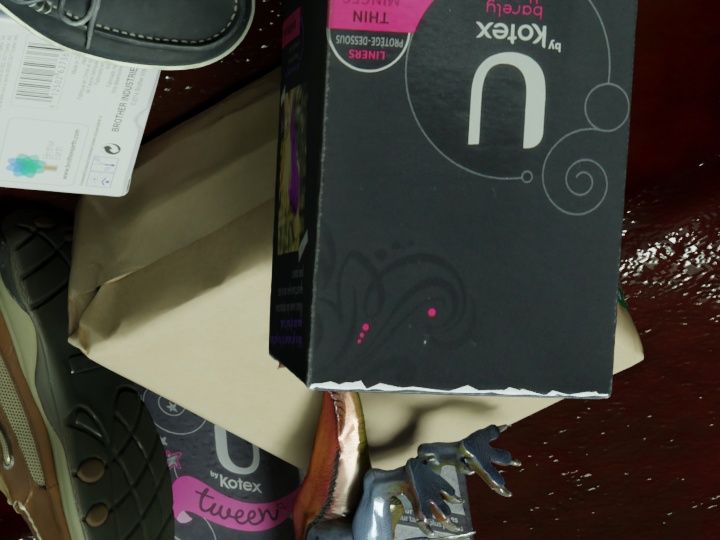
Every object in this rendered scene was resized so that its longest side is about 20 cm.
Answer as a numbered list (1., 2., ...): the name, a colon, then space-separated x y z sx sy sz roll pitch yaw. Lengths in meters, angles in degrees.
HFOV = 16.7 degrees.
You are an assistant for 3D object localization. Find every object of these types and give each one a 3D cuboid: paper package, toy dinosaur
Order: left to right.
1. toy dinosaur: -0.005 0.128 1.167 0.181 0.105 0.200 -34 98 40
2. paper package: 0.000 0.000 1.132 0.190 0.104 0.200 -27 140 29

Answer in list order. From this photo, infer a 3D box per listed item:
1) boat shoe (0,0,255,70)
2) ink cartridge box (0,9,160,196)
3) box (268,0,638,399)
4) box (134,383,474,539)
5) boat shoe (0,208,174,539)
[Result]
1. boat shoe: -0.116 -0.130 0.935 0.200 0.075 0.062 29 175 -37
2. ink cartridge box: -0.187 -0.085 1.030 0.199 0.042 0.119 2 146 -16
3. box: 0.034 -0.056 0.948 0.122 0.201 0.106 2 -175 -11
4. box: -0.053 0.123 1.279 0.199 0.133 0.115 12 141 -25
5. boat shoe: -0.146 0.074 1.155 0.074 0.201 0.076 -20 171 31
